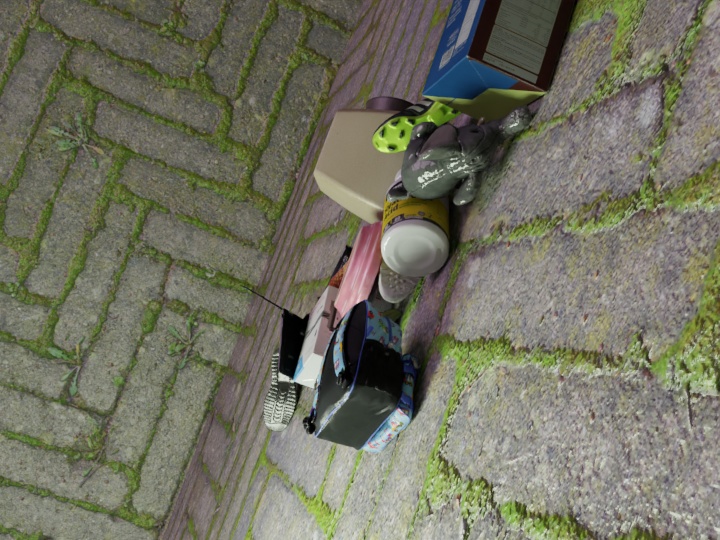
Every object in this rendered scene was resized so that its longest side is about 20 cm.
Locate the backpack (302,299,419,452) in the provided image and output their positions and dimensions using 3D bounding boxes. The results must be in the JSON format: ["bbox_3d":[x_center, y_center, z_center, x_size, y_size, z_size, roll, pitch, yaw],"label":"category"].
[{"bbox_3d":[0.008,0.157,1.414,0.183,0.134,0.200,124,162,-44],"label":"backpack"}]

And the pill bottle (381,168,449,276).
[{"bbox_3d":[0.093,-0.092,1.520,0.200,0.111,0.111,-84,20,-51],"label":"pill bottle"}]

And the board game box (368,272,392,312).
[{"bbox_3d":[-0.003,0.125,1.721,0.200,0.043,0.199,137,151,-64],"label":"board game box"}]

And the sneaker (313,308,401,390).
[{"bbox_3d":[0.012,0.153,1.566,0.200,0.089,0.077,-47,-9,-12],"label":"sneaker"}]

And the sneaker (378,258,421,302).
[{"bbox_3d":[0.069,-0.004,1.594,0.200,0.076,0.081,-72,3,-49],"label":"sneaker"}]

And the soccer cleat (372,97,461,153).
[{"bbox_3d":[0.113,-0.270,1.605,0.200,0.068,0.081,-29,15,13],"label":"soccer cleat"}]

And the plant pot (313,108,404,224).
[{"bbox_3d":[0.020,-0.202,1.734,0.200,0.177,0.200,64,-134,-80],"label":"plant pot"}]

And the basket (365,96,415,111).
[{"bbox_3d":[0.051,-0.239,1.902,0.180,0.136,0.201,107,178,-80],"label":"basket"}]

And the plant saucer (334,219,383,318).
[{"bbox_3d":[0.000,0.000,1.632,0.201,0.051,0.201,-160,90,-87],"label":"plant saucer"}]

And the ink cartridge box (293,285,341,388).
[{"bbox_3d":[-0.061,0.113,1.728,0.116,0.068,0.200,125,162,-49],"label":"ink cartridge box"}]

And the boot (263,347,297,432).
[{"bbox_3d":[-0.174,0.279,2.176,0.138,0.077,0.201,7,-86,-83],"label":"boot"}]

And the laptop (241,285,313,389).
[{"bbox_3d":[-0.145,0.142,1.817,0.116,0.187,0.201,-13,62,29],"label":"laptop"}]

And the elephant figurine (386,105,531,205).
[{"bbox_3d":[0.148,-0.175,1.386,0.200,0.141,0.156,-171,88,-69],"label":"elephant figurine"}]

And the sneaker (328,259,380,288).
[{"bbox_3d":[0.014,-0.013,1.802,0.200,0.073,0.077,-37,-7,39],"label":"sneaker"}]

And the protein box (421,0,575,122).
[{"bbox_3d":[0.214,-0.361,1.402,0.199,0.135,0.200,159,131,-74],"label":"protein box"}]

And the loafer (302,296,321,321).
[{"bbox_3d":[-0.108,0.131,2.082,0.073,0.071,0.200,-92,27,-61],"label":"loafer"}]

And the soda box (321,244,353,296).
[{"bbox_3d":[-0.038,0.051,1.924,0.063,0.071,0.200,-97,31,-63],"label":"soda box"}]

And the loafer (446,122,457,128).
[{"bbox_3d":[0.148,-0.221,1.598,0.200,0.070,0.070,-101,26,-68],"label":"loafer"}]
